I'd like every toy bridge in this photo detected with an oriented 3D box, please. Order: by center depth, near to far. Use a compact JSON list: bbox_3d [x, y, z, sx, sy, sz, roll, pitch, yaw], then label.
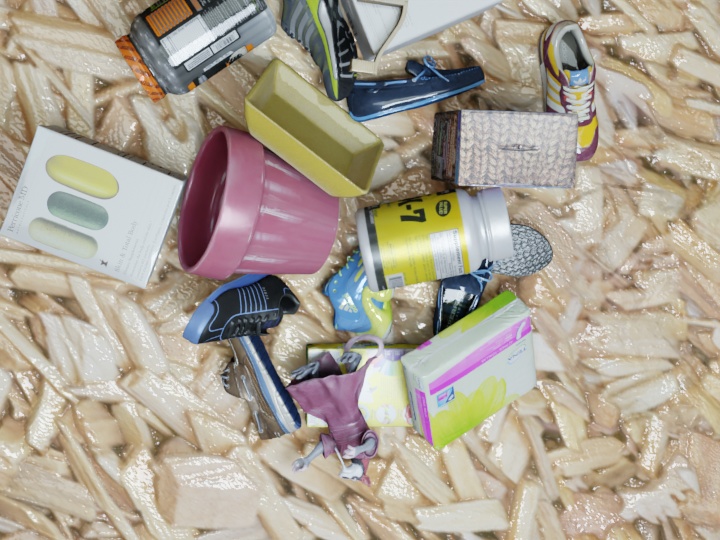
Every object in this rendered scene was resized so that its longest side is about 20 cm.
[{"bbox_3d":[0.029,-0.356,1.548,0.066,0.027,0.203,7,92,-7],"label":"toy bridge"}]

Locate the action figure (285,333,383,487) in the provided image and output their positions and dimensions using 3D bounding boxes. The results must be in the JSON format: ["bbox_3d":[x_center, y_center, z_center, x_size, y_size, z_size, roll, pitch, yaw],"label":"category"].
[{"bbox_3d":[-0.023,0.209,1.662,0.149,0.133,0.202,-42,119,-43],"label":"action figure"}]

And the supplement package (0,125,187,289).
[{"bbox_3d":[-0.351,-0.088,1.589,0.198,0.151,0.153,21,94,-8],"label":"supplement package"}]

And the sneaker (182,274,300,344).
[{"bbox_3d":[-0.156,0.059,1.610,0.078,0.200,0.071,37,126,13],"label":"sneaker"}]

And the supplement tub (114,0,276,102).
[{"bbox_3d":[-0.221,-0.320,1.595,0.199,0.123,0.123,-33,99,-2],"label":"supplement tub"}]

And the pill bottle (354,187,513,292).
[{"bbox_3d":[0.098,-0.045,1.584,0.197,0.114,0.116,-12,97,2],"label":"pill bottle"}]

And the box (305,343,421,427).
[{"bbox_3d":[0.020,0.165,1.715,0.197,0.048,0.119,1,96,-5],"label":"box"}]

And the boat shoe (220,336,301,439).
[{"bbox_3d":[-0.159,0.150,1.679,0.072,0.072,0.202,-27,93,7],"label":"boat shoe"}]

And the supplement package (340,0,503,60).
[{"bbox_3d":[0.080,-0.382,1.626,0.198,0.120,0.123,-23,96,-4],"label":"supplement package"}]

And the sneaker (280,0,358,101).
[{"bbox_3d":[-0.062,-0.329,1.640,0.080,0.074,0.203,-15,91,29],"label":"sneaker"}]

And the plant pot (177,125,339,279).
[{"bbox_3d":[-0.133,-0.076,1.608,0.177,0.200,0.203,14,94,-23],"label":"plant pot"}]

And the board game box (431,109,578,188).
[{"bbox_3d":[0.192,-0.166,1.623,0.157,0.200,0.098,1,96,-8],"label":"board game box"}]

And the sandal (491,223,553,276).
[{"bbox_3d":[0.177,-0.030,1.717,0.198,0.048,0.076,-3,103,7],"label":"sandal"}]

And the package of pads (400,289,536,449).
[{"bbox_3d":[0.157,0.143,1.666,0.199,0.068,0.156,-30,133,-21],"label":"package of pads"}]

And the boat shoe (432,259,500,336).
[{"bbox_3d":[0.150,0.020,1.671,0.083,0.069,0.203,8,106,4],"label":"boat shoe"}]

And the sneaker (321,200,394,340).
[{"bbox_3d":[0.000,0.000,1.680,0.104,0.076,0.203,3,96,-7],"label":"sneaker"}]

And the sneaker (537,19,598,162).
[{"bbox_3d":[0.299,-0.252,1.682,0.074,0.090,0.203,-16,97,-5],"label":"sneaker"}]

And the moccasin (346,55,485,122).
[{"bbox_3d":[0.076,-0.263,1.660,0.197,0.080,0.069,-15,93,-6],"label":"moccasin"}]

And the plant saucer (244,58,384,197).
[{"bbox_3d":[-0.069,-0.184,1.607,0.199,0.200,0.049,37,116,-9],"label":"plant saucer"}]
